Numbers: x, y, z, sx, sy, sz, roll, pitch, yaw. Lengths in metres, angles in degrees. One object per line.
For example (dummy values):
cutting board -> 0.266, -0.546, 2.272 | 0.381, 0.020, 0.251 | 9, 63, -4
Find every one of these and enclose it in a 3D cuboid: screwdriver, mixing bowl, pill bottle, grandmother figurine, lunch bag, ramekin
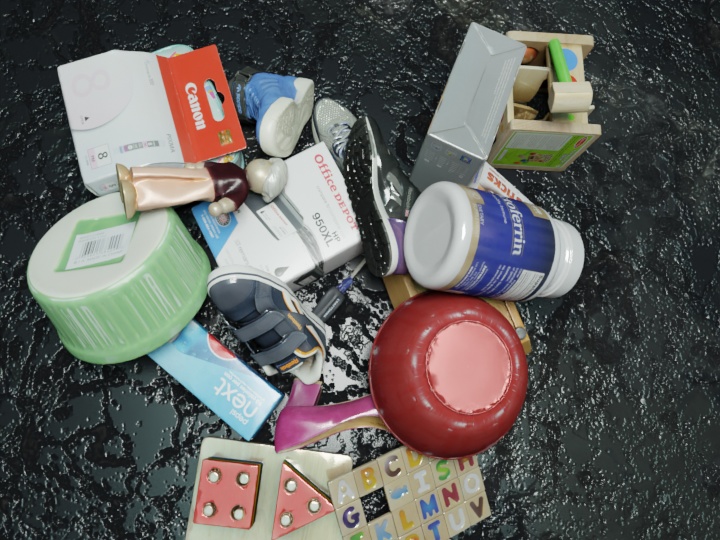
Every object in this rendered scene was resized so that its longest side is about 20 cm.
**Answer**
screwdriver -> 0.000, 0.000, 0.772 | 0.029, 0.028, 0.200 | 44, 87, -2
mixing bowl -> 0.109, 0.111, 0.644 | 0.194, 0.109, 0.206 | 1, 77, -3
pill bottle -> 0.157, -0.026, 0.660 | 0.195, 0.115, 0.119 | 9, 75, -29
grandmother figurine -> -0.176, -0.102, 0.668 | 0.195, 0.061, 0.122 | -12, 50, -26
lunch bag -> -0.261, -0.195, 0.781 | 0.157, 0.077, 0.204 | -26, 80, -7
ramekin -> -0.288, -0.002, 0.679 | 0.194, 0.099, 0.204 | -7, 47, 8

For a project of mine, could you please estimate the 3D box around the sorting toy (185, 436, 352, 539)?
sorting toy -> -0.114, 0.319, 0.685 | 0.193, 0.070, 0.206 | 8, 77, -3

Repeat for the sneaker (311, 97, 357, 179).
sneaker -> -0.005, -0.162, 0.789 | 0.076, 0.085, 0.203 | -28, 81, -10

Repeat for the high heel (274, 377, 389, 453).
high heel -> -0.008, 0.200, 0.709 | 0.194, 0.068, 0.098 | 14, 57, 3

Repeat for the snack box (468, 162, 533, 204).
snack box -> 0.218, -0.057, 0.768 | 0.198, 0.024, 0.073 | 35, 62, -23

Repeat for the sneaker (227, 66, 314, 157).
sneaker -> -0.133, -0.213, 0.758 | 0.108, 0.078, 0.202 | 9, 37, 4

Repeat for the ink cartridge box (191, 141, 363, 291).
ink cartridge box -> -0.100, -0.055, 0.759 | 0.197, 0.084, 0.147 | -29, 82, -10

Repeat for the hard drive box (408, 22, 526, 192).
hard drive box -> 0.129, -0.185, 0.745 | 0.075, 0.200, 0.159 | 22, 76, 2

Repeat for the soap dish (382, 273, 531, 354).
soap dish -> 0.125, 0.041, 0.757 | 0.154, 0.081, 0.205 | -20, 79, -8

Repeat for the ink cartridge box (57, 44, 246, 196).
ink cartridge box -> -0.262, -0.203, 0.718 | 0.195, 0.057, 0.166 | -20, 77, -1

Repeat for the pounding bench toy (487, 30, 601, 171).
pounding bench toy -> 0.251, -0.250, 0.769 | 0.120, 0.200, 0.161 | 2, 78, -3

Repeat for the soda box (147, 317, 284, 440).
soda box -> -0.193, 0.123, 0.725 | 0.199, 0.064, 0.068 | 39, 78, 4

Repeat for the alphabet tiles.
alphabet tiles -> 0.069, 0.298, 0.702 | 0.195, 0.008, 0.172 | -18, 96, -20

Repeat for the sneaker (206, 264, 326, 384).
sneaker -> -0.101, 0.070, 0.675 | 0.077, 0.199, 0.081 | -25, 49, 22

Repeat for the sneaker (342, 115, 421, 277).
sneaker -> 0.037, -0.093, 0.718 | 0.086, 0.075, 0.206 | -5, 78, -30
